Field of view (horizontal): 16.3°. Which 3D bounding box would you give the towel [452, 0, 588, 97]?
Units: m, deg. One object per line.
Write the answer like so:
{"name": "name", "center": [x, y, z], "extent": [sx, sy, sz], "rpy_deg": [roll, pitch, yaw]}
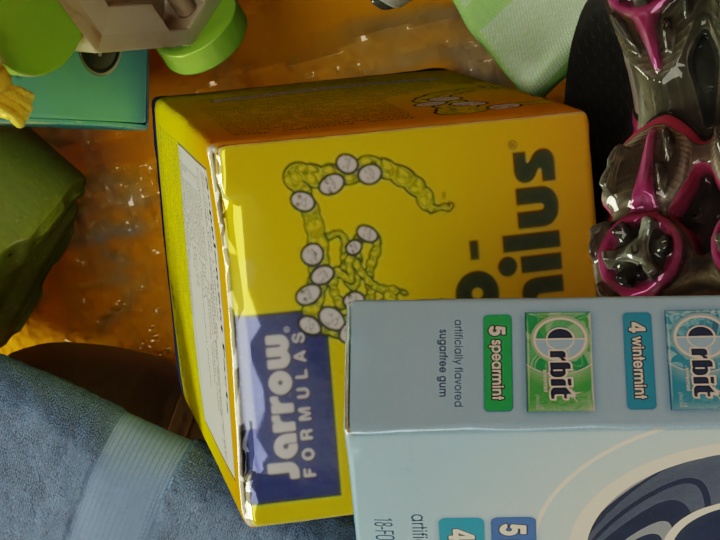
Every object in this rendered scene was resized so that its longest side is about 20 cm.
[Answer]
{"name": "towel", "center": [0.081, -0.172, 0.794], "extent": [0.200, 0.031, 0.150], "rpy_deg": [-48, 52, 22]}

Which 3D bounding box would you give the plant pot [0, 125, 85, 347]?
{"name": "plant pot", "center": [-0.207, -0.029, 0.899], "extent": [0.189, 0.200, 0.201], "rpy_deg": [32, 110, 0]}

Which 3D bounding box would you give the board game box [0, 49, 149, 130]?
{"name": "board game box", "center": [-0.149, -0.123, 0.796], "extent": [0.047, 0.199, 0.152], "rpy_deg": [3, 92, 37]}

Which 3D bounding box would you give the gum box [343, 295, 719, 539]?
{"name": "gum box", "center": [0.099, 0.074, 0.666], "extent": [0.198, 0.045, 0.171], "rpy_deg": [-1, 141, 3]}

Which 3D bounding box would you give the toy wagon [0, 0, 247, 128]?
{"name": "toy wagon", "center": [-0.082, -0.134, 0.807], "extent": [0.039, 0.201, 0.155], "rpy_deg": [9, 147, 38]}

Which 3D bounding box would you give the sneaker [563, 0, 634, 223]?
{"name": "sneaker", "center": [0.111, -0.014, 0.823], "extent": [0.202, 0.107, 0.068], "rpy_deg": [103, 152, -45]}

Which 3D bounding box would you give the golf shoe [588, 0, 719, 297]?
{"name": "golf shoe", "center": [0.111, -0.053, 0.711], "extent": [0.072, 0.092, 0.202], "rpy_deg": [-2, 66, 29]}

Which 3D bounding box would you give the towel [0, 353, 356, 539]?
{"name": "towel", "center": [-0.076, 0.105, 0.816], "extent": [0.199, 0.049, 0.112], "rpy_deg": [23, 84, 7]}

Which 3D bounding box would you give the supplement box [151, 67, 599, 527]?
{"name": "supplement box", "center": [0.000, 0.000, 0.787], "extent": [0.109, 0.200, 0.110], "rpy_deg": [-6, 99, -8]}

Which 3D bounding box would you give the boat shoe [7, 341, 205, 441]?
{"name": "boat shoe", "center": [-0.041, 0.076, 0.908], "extent": [0.199, 0.071, 0.071], "rpy_deg": [13, 142, 22]}

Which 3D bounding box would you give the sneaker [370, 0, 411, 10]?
{"name": "sneaker", "center": [0.019, -0.187, 0.806], "extent": [0.087, 0.076, 0.201], "rpy_deg": [-23, 70, 21]}
